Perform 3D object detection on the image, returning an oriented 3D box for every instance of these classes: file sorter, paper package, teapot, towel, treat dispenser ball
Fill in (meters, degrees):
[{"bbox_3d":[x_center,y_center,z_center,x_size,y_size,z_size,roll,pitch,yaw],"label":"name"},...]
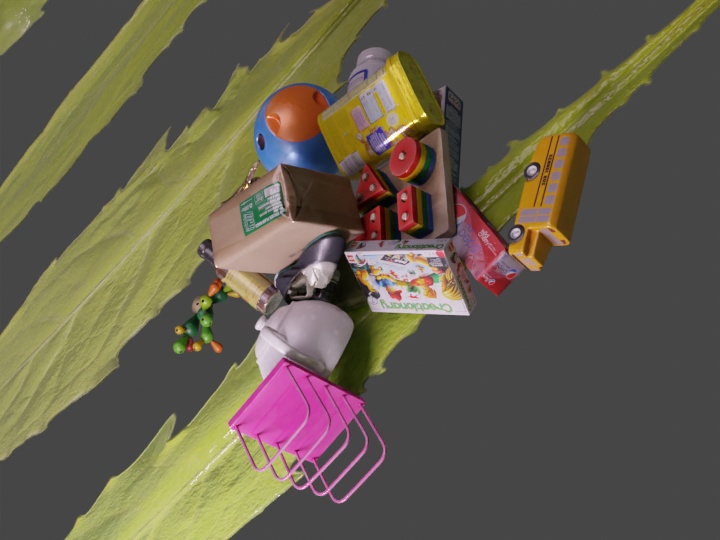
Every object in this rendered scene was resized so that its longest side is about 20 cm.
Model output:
[{"bbox_3d":[-0.075,0.258,1.340,0.139,0.199,0.126,-48,43,9],"label":"file sorter"},{"bbox_3d":[-0.125,-0.078,1.440,0.198,0.189,0.105,-27,71,36],"label":"paper package"},{"bbox_3d":[-0.112,0.124,1.452,0.201,0.145,0.199,-53,7,44],"label":"teapot"},{"bbox_3d":[0.000,0.000,1.560,0.198,0.036,0.151,-21,52,35],"label":"towel"},{"bbox_3d":[-0.115,-0.271,1.730,0.199,0.200,0.204,-25,48,32],"label":"treat dispenser ball"}]

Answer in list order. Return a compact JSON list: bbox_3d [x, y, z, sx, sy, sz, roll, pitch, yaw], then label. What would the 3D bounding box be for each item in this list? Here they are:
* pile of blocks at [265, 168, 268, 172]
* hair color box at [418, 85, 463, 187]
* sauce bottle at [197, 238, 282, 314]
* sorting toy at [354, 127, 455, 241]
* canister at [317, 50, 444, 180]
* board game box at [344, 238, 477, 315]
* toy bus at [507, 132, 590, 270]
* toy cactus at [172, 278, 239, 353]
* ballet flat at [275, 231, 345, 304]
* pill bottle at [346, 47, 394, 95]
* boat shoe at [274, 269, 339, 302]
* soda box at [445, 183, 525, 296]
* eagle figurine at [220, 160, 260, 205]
[{"bbox_3d":[-0.142,-0.293,1.891,0.082,0.062,0.202,31,93,32],"label":"pile of blocks"},{"bbox_3d":[0.127,-0.222,1.556,0.099,0.060,0.203,-19,52,38],"label":"hair color box"},{"bbox_3d":[-0.241,0.008,1.714,0.199,0.065,0.065,38,93,20],"label":"sauce bottle"},{"bbox_3d":[0.061,-0.120,1.458,0.199,0.069,0.202,-31,51,42],"label":"sorting toy"},{"bbox_3d":[0.032,-0.270,1.538,0.198,0.086,0.150,-31,79,29],"label":"canister"},{"bbox_3d":[0.079,0.010,1.386,0.198,0.128,0.035,0,37,40],"label":"board game box"},{"bbox_3d":[0.286,-0.103,1.309,0.077,0.065,0.203,-1,64,43],"label":"toy bus"},{"bbox_3d":[-0.317,0.087,1.807,0.202,0.101,0.165,-59,20,1],"label":"toy cactus"},{"bbox_3d":[-0.080,0.006,1.444,0.199,0.072,0.074,-36,40,50],"label":"ballet flat"},{"bbox_3d":[0.027,-0.335,1.694,0.111,0.112,0.203,-21,50,35],"label":"pill bottle"},{"bbox_3d":[-0.109,0.034,1.569,0.199,0.071,0.072,-12,58,61],"label":"boat shoe"},{"bbox_3d":[0.181,-0.052,1.385,0.070,0.063,0.201,-46,40,13],"label":"soda box"},{"bbox_3d":[-0.203,-0.095,1.787,0.201,0.150,0.152,49,148,17],"label":"eagle figurine"}]
